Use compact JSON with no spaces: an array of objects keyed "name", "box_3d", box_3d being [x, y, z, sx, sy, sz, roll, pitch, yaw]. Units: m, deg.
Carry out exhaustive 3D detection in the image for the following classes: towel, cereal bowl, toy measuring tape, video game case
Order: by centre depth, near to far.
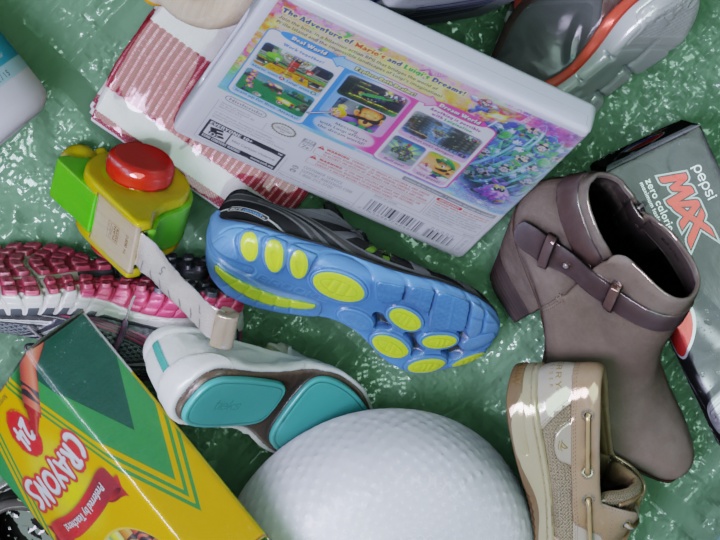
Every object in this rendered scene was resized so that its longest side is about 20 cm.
[{"name":"video game case","box_3d":[0.010,-0.088,1.400,0.199,0.182,0.024,24,59,-12]},{"name":"toy measuring tape","box_3d":[-0.113,-0.020,1.425,0.074,0.073,0.200,-52,53,3]},{"name":"cereal bowl","box_3d":[0.018,0.189,1.452,0.198,0.083,0.202,-6,116,-13]},{"name":"towel","box_3d":[-0.055,-0.138,1.476,0.144,0.023,0.201,34,95,-8]}]

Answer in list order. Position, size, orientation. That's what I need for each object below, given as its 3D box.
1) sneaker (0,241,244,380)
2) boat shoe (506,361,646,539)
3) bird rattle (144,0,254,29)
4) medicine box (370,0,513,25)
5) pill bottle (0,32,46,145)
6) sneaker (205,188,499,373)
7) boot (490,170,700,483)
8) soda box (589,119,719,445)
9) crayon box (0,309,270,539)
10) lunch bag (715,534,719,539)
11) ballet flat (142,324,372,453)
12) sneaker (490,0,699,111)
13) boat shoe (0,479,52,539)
[{"name":"sneaker","box_3d":[-0.170,0.032,1.459,0.198,0.081,0.075,6,112,-1]},{"name":"boat shoe","box_3d":[0.139,0.143,1.462,0.064,0.071,0.201,-6,123,17]},{"name":"bird rattle","box_3d":[-0.085,-0.221,1.385,0.112,0.199,0.164,-23,114,-42]},{"name":"medicine box","box_3d":[0.033,-0.248,1.372,0.102,0.182,0.202,-10,91,-13]},{"name":"pill bottle","box_3d":[-0.284,-0.144,1.416,0.111,0.111,0.200,-38,97,1]},{"name":"sneaker","box_3d":[-0.001,0.000,1.465,0.198,0.083,0.071,22,126,-19]},{"name":"boot","box_3d":[0.159,0.032,1.440,0.200,0.146,0.070,47,60,-3]},{"name":"soda box","box_3d":[0.215,0.012,1.486,0.070,0.063,0.201,-26,96,0]},{"name":"crayon box","box_3d":[-0.134,0.136,1.407,0.200,0.127,0.051,49,54,6]},{"name":"lunch bag","box_3d":[0.326,0.169,1.478,0.170,0.122,0.200,44,58,-6]},{"name":"ballet flat","box_3d":[-0.060,0.067,1.439,0.069,0.200,0.070,-8,75,30]},{"name":"sneaker","box_3d":[0.111,-0.129,1.473,0.199,0.077,0.082,-36,65,7]},{"name":"boat shoe","box_3d":[-0.148,0.201,1.485,0.200,0.061,0.072,33,93,-6]}]
